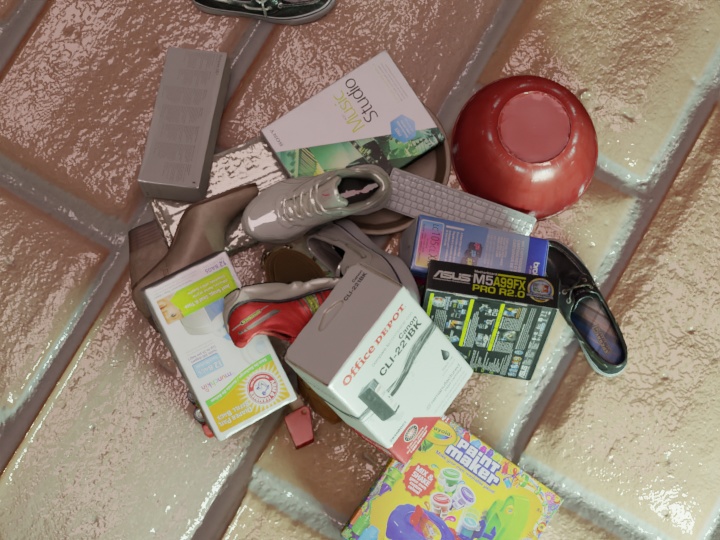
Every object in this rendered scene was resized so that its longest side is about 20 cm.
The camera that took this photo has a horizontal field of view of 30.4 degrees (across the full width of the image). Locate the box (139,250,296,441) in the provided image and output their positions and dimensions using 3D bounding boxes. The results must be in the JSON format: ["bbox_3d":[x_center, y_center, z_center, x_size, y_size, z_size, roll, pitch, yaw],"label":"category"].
[{"bbox_3d":[-0.172,0.089,1.603,0.112,0.101,0.201,-26,95,-11],"label":"box"}]

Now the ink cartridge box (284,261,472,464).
[{"bbox_3d":[0.024,0.109,1.534,0.084,0.200,0.145,27,74,43],"label":"ink cartridge box"}]

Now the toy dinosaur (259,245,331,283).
[{"bbox_3d":[-0.106,0.021,1.712,0.198,0.058,0.102,0,82,0],"label":"toy dinosaur"}]

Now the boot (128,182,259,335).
[{"bbox_3d":[-0.198,-0.010,1.680,0.199,0.070,0.147,-23,84,0],"label":"boot"}]

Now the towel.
[{"bbox_3d":[-0.172,-0.088,1.742,0.199,0.034,0.133,-22,83,-5],"label":"towel"}]

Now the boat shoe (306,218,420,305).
[{"bbox_3d":[0.000,0.000,1.645,0.065,0.072,0.200,-20,43,-25],"label":"boat shoe"}]

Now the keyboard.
[{"bbox_3d":[0.126,-0.076,1.719,0.199,0.011,0.057,19,110,-6],"label":"keyboard"}]

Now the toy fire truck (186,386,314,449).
[{"bbox_3d":[-0.151,0.146,1.695,0.140,0.049,0.201,-20,79,-5],"label":"toy fire truck"}]

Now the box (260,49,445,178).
[{"bbox_3d":[-0.010,-0.174,1.725,0.199,0.036,0.145,-34,84,-4],"label":"box"}]

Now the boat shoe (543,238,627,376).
[{"bbox_3d":[0.283,0.044,1.704,0.070,0.066,0.201,-25,82,-4],"label":"boat shoe"}]

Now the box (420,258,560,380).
[{"bbox_3d":[0.150,0.064,1.633,0.159,0.200,0.045,9,60,2],"label":"box"}]

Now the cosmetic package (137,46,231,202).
[{"bbox_3d":[-0.227,-0.190,1.728,0.082,0.051,0.201,6,68,7],"label":"cosmetic package"}]

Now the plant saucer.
[{"bbox_3d":[0.020,-0.143,1.753,0.198,0.029,0.202,0,80,1],"label":"plant saucer"}]

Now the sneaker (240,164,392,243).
[{"bbox_3d":[-0.054,-0.091,1.644,0.199,0.099,0.078,-20,89,-5],"label":"sneaker"}]

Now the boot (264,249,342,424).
[{"bbox_3d":[-0.068,0.086,1.662,0.073,0.155,0.201,-18,57,-18],"label":"boot"}]

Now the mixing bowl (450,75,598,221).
[{"bbox_3d":[0.220,-0.171,1.719,0.198,0.108,0.202,0,81,-1],"label":"mixing bowl"}]

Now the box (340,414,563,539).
[{"bbox_3d":[0.109,0.303,1.634,0.199,0.122,0.193,34,81,5],"label":"box"}]

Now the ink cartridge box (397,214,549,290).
[{"bbox_3d":[0.152,-0.006,1.669,0.198,0.136,0.077,10,80,-6],"label":"ink cartridge box"}]

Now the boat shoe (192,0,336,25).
[{"bbox_3d":[-0.131,-0.377,1.771,0.198,0.068,0.074,8,81,1],"label":"boat shoe"}]

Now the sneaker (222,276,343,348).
[{"bbox_3d":[-0.064,0.056,1.554,0.199,0.077,0.086,-6,82,-18],"label":"sneaker"}]
